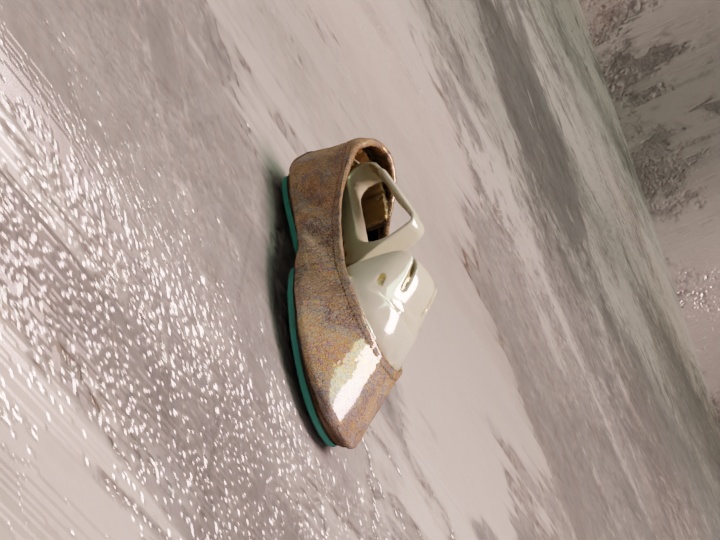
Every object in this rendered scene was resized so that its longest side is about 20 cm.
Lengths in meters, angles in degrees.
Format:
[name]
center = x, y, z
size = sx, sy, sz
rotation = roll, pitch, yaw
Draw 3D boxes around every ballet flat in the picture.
[ballet flat]
center = 0.000, 0.000, 1.108
size = 0.068, 0.067, 0.201
rotation = 57, 16, -39
